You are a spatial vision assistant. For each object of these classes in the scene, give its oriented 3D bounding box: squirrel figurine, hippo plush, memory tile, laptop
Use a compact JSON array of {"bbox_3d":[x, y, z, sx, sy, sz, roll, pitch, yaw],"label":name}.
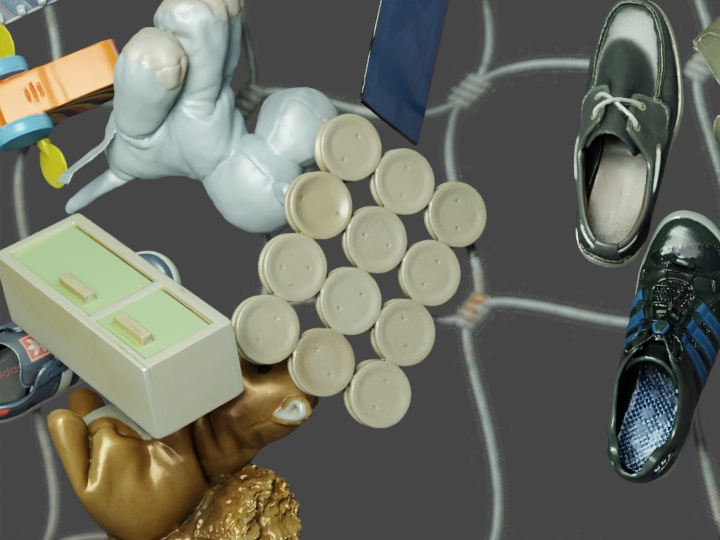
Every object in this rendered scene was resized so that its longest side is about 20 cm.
[{"bbox_3d":[-0.110,0.142,1.389,0.187,0.142,0.200,-23,86,-1],"label":"squirrel figurine"},{"bbox_3d":[-0.102,-0.103,1.385,0.161,0.159,0.200,33,75,5],"label":"hippo plush"},{"bbox_3d":[0.000,0.000,1.365,0.153,0.017,0.200,30,75,-21],"label":"memory tile"},{"bbox_3d":[0.090,-0.195,1.334,0.200,0.187,0.116,-24,80,10],"label":"laptop"}]

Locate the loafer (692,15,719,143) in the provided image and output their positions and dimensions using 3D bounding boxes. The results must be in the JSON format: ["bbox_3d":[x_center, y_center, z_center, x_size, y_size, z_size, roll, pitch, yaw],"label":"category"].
[{"bbox_3d":[0.293,-0.098,1.340,0.070,0.075,0.200,-22,74,22],"label":"loafer"}]

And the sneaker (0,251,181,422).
[{"bbox_3d":[-0.229,0.053,1.438,0.200,0.085,0.075,-37,77,7],"label":"sneaker"}]

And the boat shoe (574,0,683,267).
[{"bbox_3d":[0.193,-0.104,1.362,0.072,0.068,0.200,7,84,16],"label":"boat shoe"}]

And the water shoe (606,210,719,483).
[{"bbox_3d":[0.222,0.054,1.330,0.071,0.079,0.200,10,86,14],"label":"water shoe"}]

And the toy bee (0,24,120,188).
[{"bbox_3d":[-0.284,-0.129,1.473,0.200,0.109,0.131,0,81,-13],"label":"toy bee"}]

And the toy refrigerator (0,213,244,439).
[{"bbox_3d":[-0.174,0.033,1.331,0.076,0.070,0.200,-28,41,-28],"label":"toy refrigerator"}]

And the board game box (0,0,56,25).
[{"bbox_3d":[-0.298,-0.231,1.425,0.200,0.200,0.026,-23,67,10],"label":"board game box"}]
